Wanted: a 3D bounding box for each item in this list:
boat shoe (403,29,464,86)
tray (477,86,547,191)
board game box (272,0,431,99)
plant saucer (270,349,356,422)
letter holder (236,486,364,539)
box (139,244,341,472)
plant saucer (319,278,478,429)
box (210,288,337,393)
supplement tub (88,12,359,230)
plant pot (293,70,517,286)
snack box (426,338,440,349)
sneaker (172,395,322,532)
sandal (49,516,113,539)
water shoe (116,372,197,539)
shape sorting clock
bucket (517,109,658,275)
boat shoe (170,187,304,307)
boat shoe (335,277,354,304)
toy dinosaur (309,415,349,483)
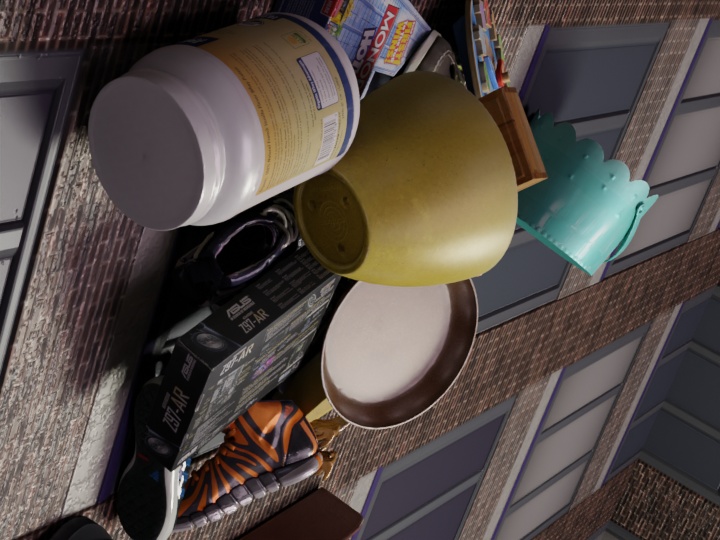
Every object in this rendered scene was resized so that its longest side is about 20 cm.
[{"bbox_3d":[0.080,-0.192,1.499,0.072,0.060,0.202,-53,174,-5],"label":"boat shoe"},{"bbox_3d":[0.089,-0.104,1.498,0.199,0.100,0.037,-24,171,35],"label":"tray"},{"bbox_3d":[-0.016,-0.206,1.361,0.199,0.061,0.201,1,116,-63],"label":"board game box"},{"bbox_3d":[-0.026,0.116,1.640,0.199,0.049,0.200,-29,169,-49],"label":"plant saucer"},{"bbox_3d":[-0.064,0.382,1.814,0.199,0.141,0.101,-23,137,-54],"label":"letter holder"},{"bbox_3d":[-0.108,0.078,1.342,0.200,0.043,0.161,-39,161,-42],"label":"box"},{"bbox_3d":[0.035,0.067,1.496,0.199,0.032,0.202,-17,122,-30],"label":"plant saucer"},{"bbox_3d":[-0.064,0.003,1.512,0.201,0.049,0.199,-54,156,-16],"label":"box"},{"bbox_3d":[-0.108,-0.121,1.169,0.200,0.144,0.145,-30,142,-49],"label":"supplement tub"},{"bbox_3d":[0.022,-0.067,1.313,0.141,0.200,0.201,-23,138,-37],"label":"plant pot"},{"bbox_3d":[0.052,0.103,1.655,0.072,0.024,0.200,-33,172,-36],"label":"snack box"},{"bbox_3d":[-0.148,0.196,1.537,0.199,0.113,0.078,-25,-173,-10],"label":"sneaker"},{"bbox_3d":[-0.263,0.297,1.448,0.076,0.043,0.200,-57,156,-8],"label":"sandal"},{"bbox_3d":[-0.187,0.190,1.442,0.079,0.071,0.202,-25,137,-50],"label":"water shoe"},{"bbox_3d":[0.145,-0.208,1.591,0.200,0.039,0.202,-14,90,-75],"label":"shape sorting clock"},{"bbox_3d":[0.272,-0.098,1.889,0.135,0.207,0.207,-53,156,3],"label":"bucket"},{"bbox_3d":[-0.079,-0.035,1.351,0.200,0.075,0.093,-39,-172,-30],"label":"boat shoe"},{"bbox_3d":[0.000,0.000,1.508,0.066,0.070,0.201,-48,160,-31],"label":"boat shoe"},{"bbox_3d":[-0.043,0.184,1.627,0.199,0.106,0.061,-28,107,-10],"label":"toy dinosaur"}]
